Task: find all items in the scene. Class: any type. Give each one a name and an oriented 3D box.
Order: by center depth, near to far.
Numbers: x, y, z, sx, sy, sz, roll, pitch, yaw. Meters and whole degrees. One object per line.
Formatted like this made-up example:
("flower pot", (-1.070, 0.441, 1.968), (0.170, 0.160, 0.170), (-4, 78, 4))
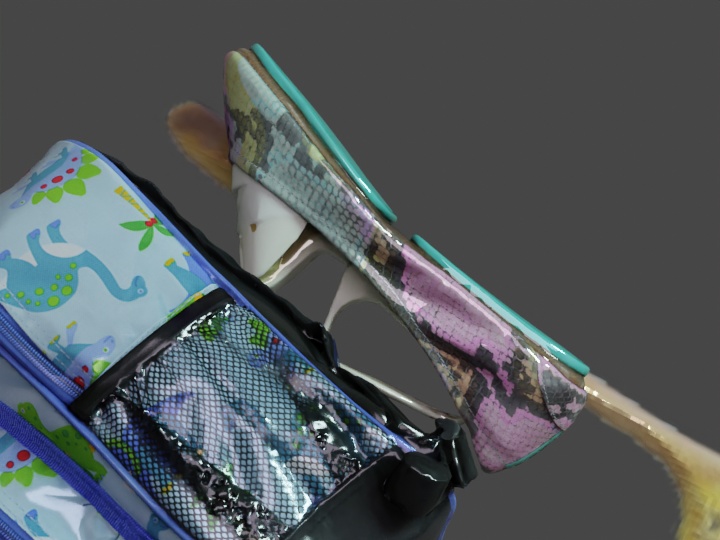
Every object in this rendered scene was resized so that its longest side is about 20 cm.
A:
("backpack", (-0.081, 0.066, 0.860), (0.147, 0.183, 0.200), (-38, 73, -18))
("ballet flat", (0.000, 0.000, 0.959), (0.071, 0.069, 0.200), (-45, 80, 1))
